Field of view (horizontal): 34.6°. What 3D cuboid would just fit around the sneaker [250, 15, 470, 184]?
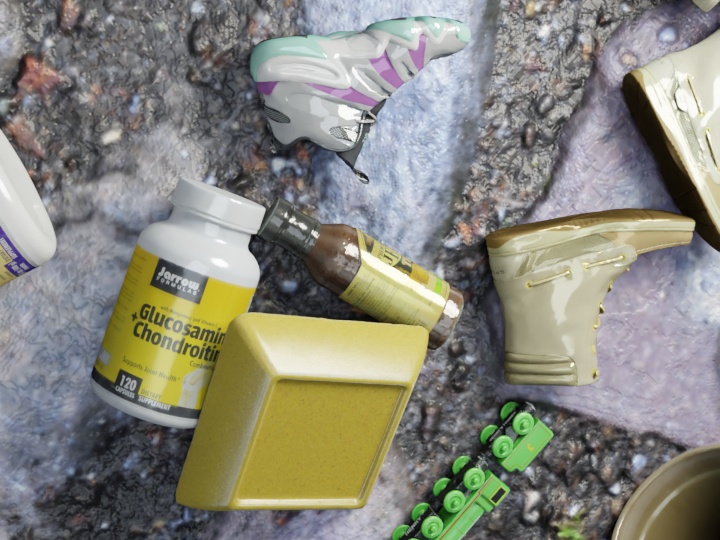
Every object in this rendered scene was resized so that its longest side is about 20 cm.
[{"bbox_3d":[0.007,-0.149,1.038,0.198,0.078,0.141,-9,101,1],"label":"sneaker"}]

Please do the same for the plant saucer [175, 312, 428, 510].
[{"bbox_3d":[-0.043,0.140,1.020,0.198,0.048,0.202,5,117,-31],"label":"plant saucer"}]

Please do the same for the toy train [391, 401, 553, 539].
[{"bbox_3d":[0.109,0.213,1.120,0.056,0.042,0.200,41,89,-23],"label":"toy train"}]

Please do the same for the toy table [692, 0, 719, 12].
[{"bbox_3d":[0.375,-0.325,1.035,0.183,0.117,0.200,-39,89,-12],"label":"toy table"}]

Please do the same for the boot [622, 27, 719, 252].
[{"bbox_3d":[0.357,-0.131,1.097,0.154,0.072,0.201,-29,96,-6],"label":"boot"}]

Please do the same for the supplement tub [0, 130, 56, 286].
[{"bbox_3d":[-0.369,-0.030,0.950,0.199,0.145,0.146,-28,101,-5],"label":"supplement tub"}]

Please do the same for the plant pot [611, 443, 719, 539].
[{"bbox_3d":[0.368,0.298,1.113,0.200,0.200,0.173,-46,119,-1],"label":"plant pot"}]

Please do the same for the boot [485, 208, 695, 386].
[{"bbox_3d":[0.223,0.026,1.095,0.198,0.073,0.157,-9,99,-7],"label":"boot"}]

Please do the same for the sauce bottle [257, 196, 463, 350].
[{"bbox_3d":[0.000,0.000,1.058,0.199,0.065,0.065,30,92,-14],"label":"sauce bottle"}]

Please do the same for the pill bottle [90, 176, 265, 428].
[{"bbox_3d":[-0.154,0.026,1.011,0.111,0.112,0.202,19,94,-12],"label":"pill bottle"}]
